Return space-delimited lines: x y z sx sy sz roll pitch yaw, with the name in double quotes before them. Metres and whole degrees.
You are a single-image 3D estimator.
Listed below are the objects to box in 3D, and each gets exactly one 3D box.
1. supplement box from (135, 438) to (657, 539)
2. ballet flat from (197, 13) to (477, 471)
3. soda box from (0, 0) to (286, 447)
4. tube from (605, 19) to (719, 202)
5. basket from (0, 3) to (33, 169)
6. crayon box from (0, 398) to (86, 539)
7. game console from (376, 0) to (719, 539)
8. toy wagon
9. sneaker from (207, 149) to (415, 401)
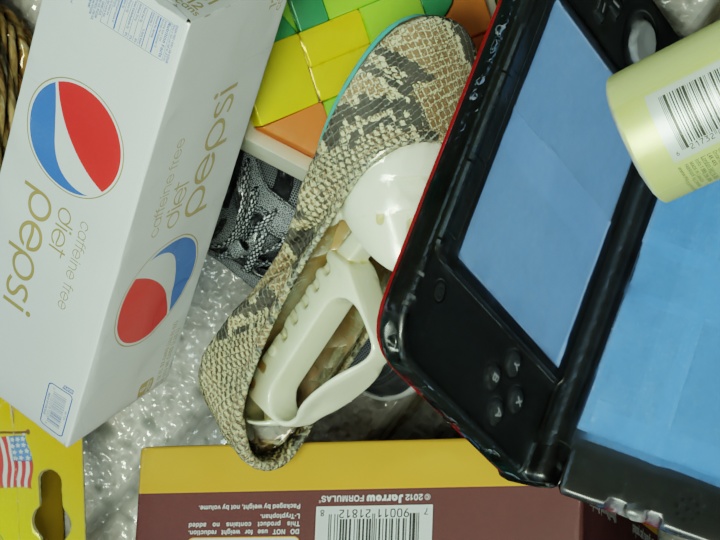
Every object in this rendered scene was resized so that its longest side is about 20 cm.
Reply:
"supplement box" 0.016 0.182 0.947 0.196 0.133 0.202 -3 74 20
"ballet flat" 0.000 0.000 0.873 0.067 0.076 0.201 10 126 -32
"soda box" -0.092 -0.034 0.860 0.063 0.068 0.201 34 126 18
"tube" 0.185 -0.087 0.793 0.199 0.058 0.052 -26 70 19
"basket" -0.235 -0.060 1.041 0.199 0.149 0.144 -6 72 20
"crayon box" -0.214 0.103 1.091 0.199 0.051 0.128 7 109 17
"game console" 0.119 -0.015 0.854 0.118 0.201 0.172 5 154 37
"toy wagon" -0.003 -0.096 0.909 0.040 0.154 0.201 3 115 63
"sneaker" -0.049 -0.015 0.960 0.075 0.114 0.201 -33 94 31
